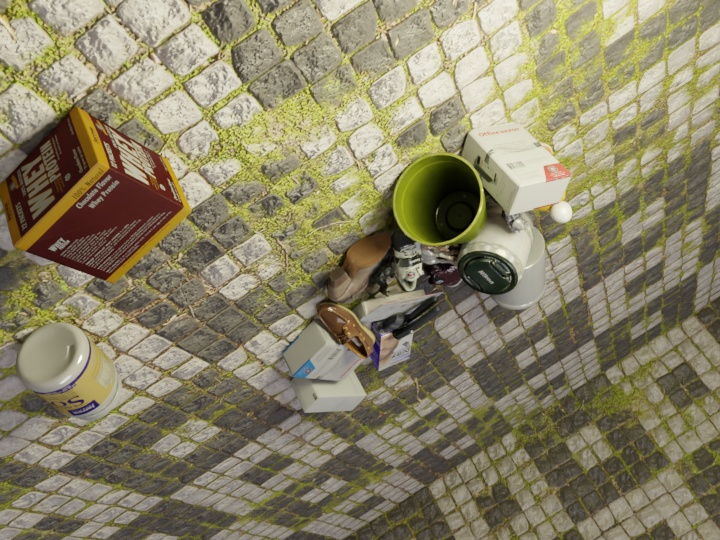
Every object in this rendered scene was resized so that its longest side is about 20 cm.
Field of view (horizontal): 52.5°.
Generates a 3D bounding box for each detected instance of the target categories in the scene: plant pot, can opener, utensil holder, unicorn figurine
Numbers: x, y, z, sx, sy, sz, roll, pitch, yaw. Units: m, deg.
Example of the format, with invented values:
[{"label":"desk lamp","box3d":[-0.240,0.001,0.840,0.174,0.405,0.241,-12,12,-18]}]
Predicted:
[{"label":"plant pot","box3d":[0.198,-0.140,1.632,0.200,0.201,0.193,-39,160,13]},{"label":"can opener","box3d":[0.145,0.131,1.941,0.078,0.064,0.200,-4,160,-44]},{"label":"utensil holder","box3d":[0.422,-0.014,1.996,0.169,0.170,0.200,-28,146,-4]},{"label":"unicorn figurine","box3d":[0.174,-0.036,1.816,0.136,0.074,0.200,3,148,9]}]

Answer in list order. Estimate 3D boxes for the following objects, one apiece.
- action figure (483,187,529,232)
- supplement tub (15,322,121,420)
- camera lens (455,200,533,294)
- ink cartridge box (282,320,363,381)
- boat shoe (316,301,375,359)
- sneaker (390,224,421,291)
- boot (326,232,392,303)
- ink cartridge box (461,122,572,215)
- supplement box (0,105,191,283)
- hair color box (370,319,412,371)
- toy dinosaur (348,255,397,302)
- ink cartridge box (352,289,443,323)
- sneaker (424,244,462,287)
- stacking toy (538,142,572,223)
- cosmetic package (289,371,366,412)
[{"label":"action figure","box3d":[0.327,-0.164,1.671,0.069,0.200,0.130,-30,150,-4]},{"label":"supplement tub","box3d":[-0.581,0.209,1.474,0.145,0.146,0.200,-26,148,-7]},{"label":"camera lens","box3d":[0.328,-0.054,1.764,0.160,0.159,0.201,101,12,-51]},{"label":"ink cartridge box","box3d":[-0.086,0.218,1.963,0.146,0.085,0.199,-46,146,22]},{"label":"boat shoe","box3d":[-0.035,0.154,1.870,0.072,0.068,0.200,-29,124,30]},{"label":"sneaker","box3d":[0.116,-0.026,1.705,0.074,0.089,0.200,-15,146,-5]},{"label":"boot","box3d":[0.000,0.000,1.763,0.199,0.070,0.146,-34,157,-4]},{"label":"ink cartridge box","box3d":[0.334,-0.224,1.587,0.146,0.200,0.083,-14,140,-25]},{"label":"supplement box","box3d":[-0.424,-0.114,1.171,0.197,0.133,0.200,-40,148,14]},{"label":"hair color box","box3d":[0.090,0.203,2.112,0.109,0.065,0.201,-21,145,-15]},{"label":"toy dinosaur","box3d":[0.059,0.023,1.858,0.200,0.048,0.088,-42,143,22]},{"label":"ink cartridge box","box3d":[0.092,0.084,1.914,0.199,0.044,0.174,-10,162,-30]},{"label":"sneaker","box3d":[0.238,-0.021,1.918,0.115,0.076,0.201,-6,141,-30]},{"label":"stacking toy","box3d":[0.439,-0.191,1.728,0.145,0.201,0.147,-22,148,-15]},{"label":"cosmetic package","box3d":[-0.092,0.341,2.105,0.199,0.113,0.081,9,131,-44]}]
